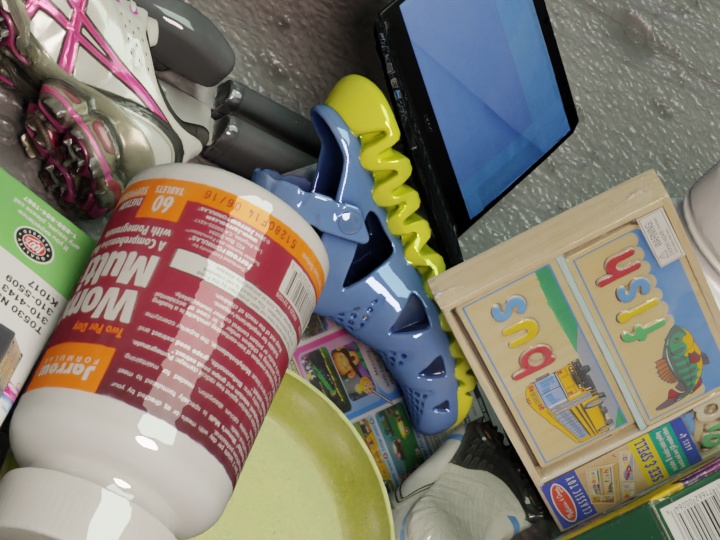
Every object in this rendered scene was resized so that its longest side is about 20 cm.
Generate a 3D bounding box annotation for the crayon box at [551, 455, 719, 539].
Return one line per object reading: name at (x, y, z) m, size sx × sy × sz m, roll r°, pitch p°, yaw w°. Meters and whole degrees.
crayon box at (0.163, 0.150, 1.452) m, size 0.200 × 0.173 × 0.058 m, roll -19°, pitch 79°, yaw -48°

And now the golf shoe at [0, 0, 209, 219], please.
golf shoe at (-0.160, -0.128, 1.434) m, size 0.092 × 0.073 × 0.200 m, roll -28°, pitch 87°, yaw -31°

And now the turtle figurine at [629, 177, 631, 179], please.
turtle figurine at (0.212, 0.030, 1.655) m, size 0.150 × 0.101 × 0.200 m, roll -25°, pitch 85°, yaw -49°

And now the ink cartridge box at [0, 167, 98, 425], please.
ink cartridge box at (-0.231, 0.027, 1.253) m, size 0.145 × 0.084 × 0.200 m, roll 39°, pitch 42°, yaw -14°

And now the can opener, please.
can opener at (-0.064, -0.086, 1.512) m, size 0.200 × 0.066 × 0.053 m, roll 31°, pitch 45°, yaw -30°

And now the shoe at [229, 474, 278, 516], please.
shoe at (-0.075, 0.099, 1.366) m, size 0.070 × 0.053 × 0.200 m, roll -19°, pitch 75°, yaw -48°

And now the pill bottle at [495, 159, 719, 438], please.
pill bottle at (0.175, 0.031, 1.523) m, size 0.113 × 0.200 × 0.113 m, roll 31°, pitch 32°, yaw -22°

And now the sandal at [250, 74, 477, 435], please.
sandal at (0.000, 0.000, 1.433) m, size 0.087 × 0.079 × 0.200 m, roll -24°, pitch 100°, yaw -10°

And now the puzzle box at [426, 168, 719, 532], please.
puzzle box at (0.130, 0.047, 1.421) m, size 0.200 × 0.133 × 0.025 m, roll 59°, pitch 6°, yaw -42°

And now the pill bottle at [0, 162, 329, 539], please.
pill bottle at (-0.098, 0.058, 1.255) m, size 0.110 × 0.110 × 0.200 m, roll 34°, pitch 61°, yaw -19°

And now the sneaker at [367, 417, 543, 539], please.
sneaker at (0.043, 0.134, 1.413) m, size 0.072 × 0.072 × 0.200 m, roll 58°, pitch 24°, yaw -2°

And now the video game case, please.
video game case at (-0.010, 0.041, 1.464) m, size 0.182 × 0.024 × 0.200 m, roll -21°, pitch 89°, yaw -48°

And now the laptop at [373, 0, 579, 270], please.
laptop at (0.080, -0.077, 1.536) m, size 0.200 × 0.103 × 0.177 m, roll -103°, pitch 174°, yaw -51°

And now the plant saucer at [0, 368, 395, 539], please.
plant saucer at (-0.083, 0.132, 1.307) m, size 0.200 × 0.031 × 0.200 m, roll 6°, pitch 67°, yaw -14°
